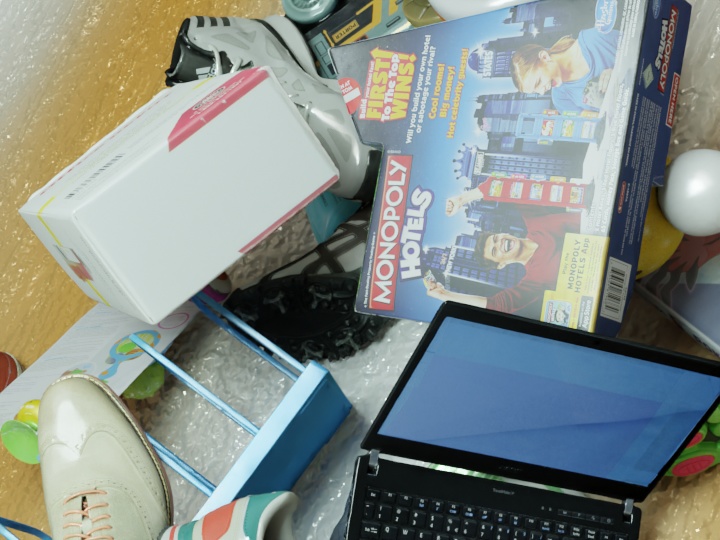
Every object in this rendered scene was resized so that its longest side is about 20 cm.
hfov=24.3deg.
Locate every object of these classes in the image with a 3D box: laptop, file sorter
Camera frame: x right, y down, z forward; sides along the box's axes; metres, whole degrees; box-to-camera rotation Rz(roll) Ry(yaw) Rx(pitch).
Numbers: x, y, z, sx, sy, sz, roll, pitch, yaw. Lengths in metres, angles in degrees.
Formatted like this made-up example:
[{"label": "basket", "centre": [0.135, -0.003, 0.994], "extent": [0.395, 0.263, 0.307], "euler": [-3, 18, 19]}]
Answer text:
[{"label": "laptop", "centre": [0.090, 0.136, 0.882], "extent": [0.103, 0.177, 0.201], "euler": [156, 125, -69]}, {"label": "file sorter", "centre": [-0.117, 0.121, 1.057], "extent": [0.123, 0.139, 0.200], "euler": [36, 83, 12]}]

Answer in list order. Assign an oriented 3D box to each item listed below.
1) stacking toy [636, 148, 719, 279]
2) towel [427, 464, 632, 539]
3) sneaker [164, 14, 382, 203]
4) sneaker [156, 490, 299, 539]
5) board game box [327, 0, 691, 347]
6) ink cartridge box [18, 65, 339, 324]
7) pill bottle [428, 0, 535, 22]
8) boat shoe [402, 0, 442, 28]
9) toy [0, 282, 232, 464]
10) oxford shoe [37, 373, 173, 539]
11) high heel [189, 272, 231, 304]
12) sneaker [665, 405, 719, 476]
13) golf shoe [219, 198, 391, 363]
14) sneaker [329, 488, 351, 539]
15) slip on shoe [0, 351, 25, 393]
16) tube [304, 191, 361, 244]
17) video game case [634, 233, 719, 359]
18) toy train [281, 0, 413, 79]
[{"label": "stacking toy", "centre": [0.140, -0.036, 0.985], "extent": [0.200, 0.146, 0.146], "euler": [-13, 53, 49]}, {"label": "towel", "centre": [0.054, 0.195, 1.008], "extent": [0.200, 0.023, 0.153], "euler": [-47, 49, -2]}, {"label": "sneaker", "centre": [-0.070, -0.112, 1.152], "extent": [0.201, 0.115, 0.076], "euler": [50, 129, 41]}, {"label": "sneaker", "centre": [-0.038, 0.213, 0.904], "extent": [0.093, 0.070, 0.200], "euler": [-28, 67, 12]}, {"label": "board game box", "centre": [0.069, -0.065, 0.947], "extent": [0.199, 0.062, 0.201], "euler": [8, 85, 34]}, {"label": "ink cartridge box", "centre": [-0.117, -0.048, 1.033], "extent": [0.145, 0.083, 0.200], "euler": [-40, 16, -13]}, {"label": "pill bottle", "centre": [0.127, -0.150, 1.061], "extent": [0.113, 0.200, 0.113], "euler": [-15, 55, 23]}, {"label": "boat shoe", "centre": [0.092, -0.213, 1.152], "extent": [0.072, 0.066, 0.201], "euler": [6, 47, 32]}, {"label": "toy", "centre": [-0.180, 0.075, 1.185], "extent": [0.115, 0.047, 0.200], "euler": [-3, 24, 31]}, {"label": "oxford shoe", "centre": [-0.142, 0.147, 0.945], "extent": [0.071, 0.074, 0.200], "euler": [-23, 73, 2]}, {"label": "high heel", "centre": [-0.152, 0.007, 1.197], "extent": [0.096, 0.067, 0.200], "euler": [-38, 17, -4]}, {"label": "sneaker", "centre": [0.140, 0.071, 0.992], "extent": [0.199, 0.077, 0.084], "euler": [1, 44, 17]}, {"label": "golf shoe", "centre": [0.000, 0.000, 1.143], "extent": [0.200, 0.078, 0.095], "euler": [-15, 37, 22]}, {"label": "sneaker", "centre": [-0.012, 0.210, 0.976], "extent": [0.079, 0.078, 0.201], "euler": [-7, 62, 21]}, {"label": "slip on shoe", "centre": [-0.346, 0.126, 1.275], "extent": [0.200, 0.061, 0.074], "euler": [-40, 51, 6]}, {"label": "tube", "centre": [0.035, -0.104, 1.195], "extent": [0.200, 0.050, 0.078], "euler": [-36, 45, 13]}, {"label": "video game case", "centre": [0.278, -0.021, 0.979], "extent": [0.200, 0.023, 0.182], "euler": [-43, 39, -2]}, {"label": "toy train", "centre": [0.031, -0.195, 1.234], "extent": [0.200, 0.085, 0.114], "euler": [-33, 62, 8]}]
